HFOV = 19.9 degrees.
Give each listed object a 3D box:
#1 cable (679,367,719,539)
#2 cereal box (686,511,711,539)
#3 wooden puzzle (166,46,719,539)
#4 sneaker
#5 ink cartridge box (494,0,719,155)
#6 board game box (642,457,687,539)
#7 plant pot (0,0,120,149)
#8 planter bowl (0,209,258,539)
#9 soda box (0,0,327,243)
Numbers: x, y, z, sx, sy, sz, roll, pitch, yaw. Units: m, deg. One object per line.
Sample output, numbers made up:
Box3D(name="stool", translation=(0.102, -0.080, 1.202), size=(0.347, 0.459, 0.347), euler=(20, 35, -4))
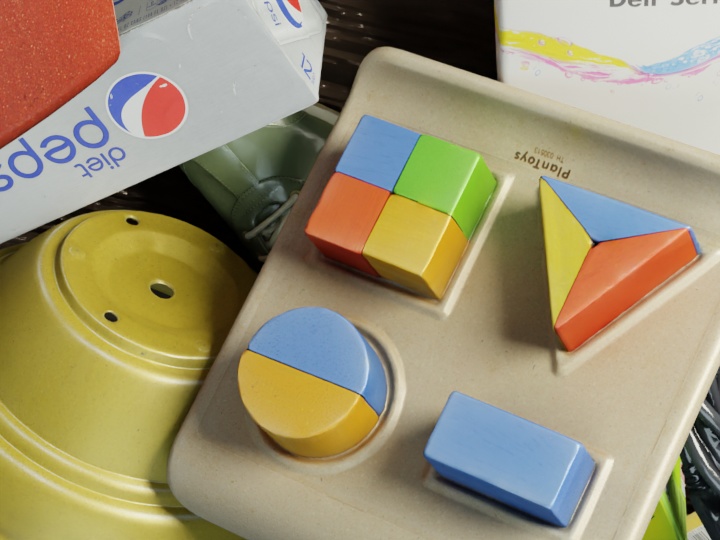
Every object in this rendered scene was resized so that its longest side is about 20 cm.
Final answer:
Box3D(name="cable", translation=(0.203, 0.054, 0.902), size=(0.051, 0.163, 0.201), euler=(5, 130, 60))
Box3D(name="cereal box", translation=(0.202, 0.181, 1.042), size=(0.143, 0.040, 0.201), euler=(-23, 138, -25))
Box3D(name="wooden puzzle", translation=(0.036, 0.025, 0.770), size=(0.185, 0.201, 0.046), euler=(21, 171, 24))
Box3D(name="sneaker", translation=(0.000, 0.000, 0.897), size=(0.200, 0.090, 0.067), euler=(35, 125, -26))
Box3D(name="ink cartridge box", translation=(0.110, -0.114, 0.803), size=(0.116, 0.068, 0.201), euler=(-1, 133, 5))
Box3D(name="board game box", translation=(0.103, 0.050, 0.881), size=(0.047, 0.102, 0.200), euler=(-6, 156, 14))
Box3D(name="plant pot", translation=(-0.221, -0.119, 0.704), size=(0.199, 0.177, 0.200), euler=(14, 135, 19))
Box3D(name="planter bowl", translation=(-0.094, 0.034, 0.864), size=(0.199, 0.201, 0.084), euler=(17, 126, -12))
Box3D(name="soda box", translation=(-0.115, -0.074, 0.854), size=(0.199, 0.064, 0.068), euler=(-23, 126, 21))
